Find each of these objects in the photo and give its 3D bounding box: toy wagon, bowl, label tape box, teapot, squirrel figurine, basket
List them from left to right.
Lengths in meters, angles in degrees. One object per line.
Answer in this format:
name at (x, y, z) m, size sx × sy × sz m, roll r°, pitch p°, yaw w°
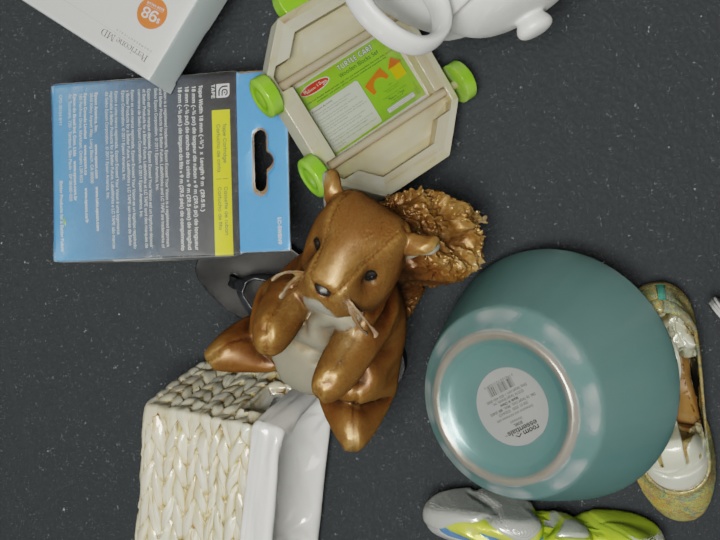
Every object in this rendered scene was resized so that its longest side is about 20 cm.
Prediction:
label tape box at (-0.145, -0.080, 0.910) m, size 0.198 × 0.063 × 0.146 m, roll -1°, pitch 88°, yaw 11°
basket at (-0.106, 0.187, 0.929) m, size 0.122 × 0.136 × 0.202 m, roll 9°, pitch 105°, yaw 15°
toy wagon at (-0.009, -0.157, 0.859) m, size 0.155 × 0.040 × 0.201 m, roll -34°, pitch 95°, yaw -18°
squirrel figurine at (0.000, 0.000, 0.824) m, size 0.141 × 0.200 × 0.187 m, roll 35°, pitch 143°, yaw 16°
teapot at (0.083, -0.224, 0.777) m, size 0.199 × 0.197 × 0.147 m, roll -28°, pitch 84°, yaw 6°
bowl at (0.127, 0.090, 0.851) m, size 0.199 × 0.105 × 0.203 m, roll 7°, pitch 102°, yaw 32°

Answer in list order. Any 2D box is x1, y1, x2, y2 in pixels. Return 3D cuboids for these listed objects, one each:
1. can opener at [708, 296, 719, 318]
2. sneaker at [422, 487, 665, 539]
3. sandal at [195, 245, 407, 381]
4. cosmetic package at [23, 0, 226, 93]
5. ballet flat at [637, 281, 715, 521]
can opener at (0.351, 0.076, 0.862) m, size 0.200 × 0.053 × 0.067 m, roll 40°, pitch 106°, yaw 0°
sneaker at (0.145, 0.244, 0.925) m, size 0.198 × 0.076 × 0.106 m, roll 8°, pitch 103°, yaw 9°
sandal at (-0.048, 0.033, 0.937) m, size 0.199 × 0.043 × 0.076 m, roll 32°, pitch 105°, yaw 4°
cosmetic package at (-0.193, -0.254, 0.876) m, size 0.199 × 0.052 × 0.151 m, roll 32°, pitch 94°, yaw 12°
ballet flat at (0.241, 0.111, 0.884) m, size 0.070 × 0.071 × 0.202 m, roll -6°, pitch 100°, yaw 12°
